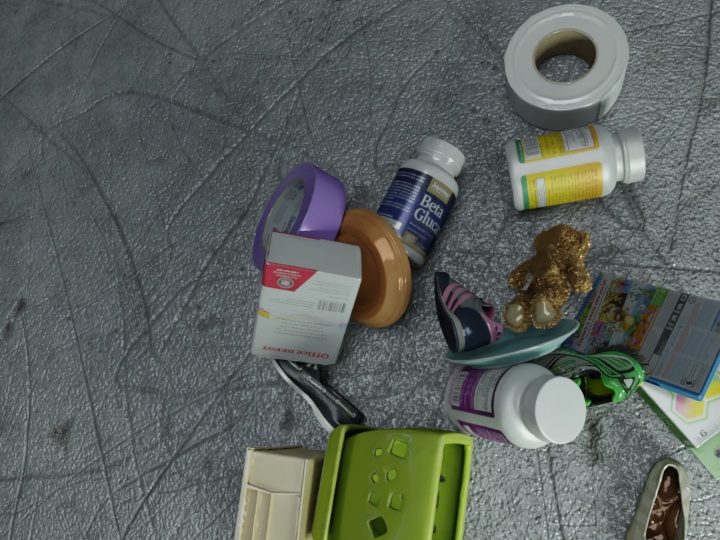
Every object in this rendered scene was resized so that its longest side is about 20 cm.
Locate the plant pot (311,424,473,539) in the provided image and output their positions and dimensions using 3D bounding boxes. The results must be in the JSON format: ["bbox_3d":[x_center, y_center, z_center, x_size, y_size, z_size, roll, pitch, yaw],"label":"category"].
[{"bbox_3d":[0.047,0.322,0.859,0.180,0.200,0.201,3,75,25],"label":"plant pot"}]

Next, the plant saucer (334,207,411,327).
[{"bbox_3d":[0.000,0.000,0.976,0.199,0.037,0.202,22,120,44],"label":"plant saucer"}]

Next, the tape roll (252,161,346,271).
[{"bbox_3d":[-0.108,-0.082,1.024,0.200,0.065,0.202,-39,37,39],"label":"tape roll"}]

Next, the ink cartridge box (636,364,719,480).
[{"bbox_3d":[0.471,0.180,0.837,0.104,0.059,0.201,-38,68,4],"label":"ink cartridge box"}]

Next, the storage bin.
[{"bbox_3d":[-0.100,0.370,0.885,0.093,0.200,0.201,2,76,15],"label":"storage bin"}]

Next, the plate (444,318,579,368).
[{"bbox_3d":[0.220,0.110,0.867,0.198,0.200,0.026,-16,90,12],"label":"plate"}]

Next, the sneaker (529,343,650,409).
[{"bbox_3d":[0.298,0.154,0.843,0.085,0.199,0.079,-27,89,-36],"label":"sneaker"}]

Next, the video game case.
[{"bbox_3d":[0.407,0.086,0.848,0.199,0.018,0.144,19,68,45],"label":"video game case"}]

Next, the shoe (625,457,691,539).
[{"bbox_3d":[0.405,0.356,0.812,0.069,0.053,0.202,12,79,20],"label":"shoe"}]

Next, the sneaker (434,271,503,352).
[{"bbox_3d":[0.162,0.060,0.923,0.081,0.071,0.201,-7,28,-1],"label":"sneaker"}]

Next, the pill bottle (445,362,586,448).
[{"bbox_3d":[0.212,0.185,0.831,0.111,0.200,0.114,3,83,-23],"label":"pill bottle"}]

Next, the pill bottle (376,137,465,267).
[{"bbox_3d":[0.098,-0.117,1.006,0.110,0.111,0.202,24,83,21],"label":"pill bottle"}]

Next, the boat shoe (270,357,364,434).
[{"bbox_3d":[-0.075,0.191,0.998,0.060,0.076,0.200,-44,79,2],"label":"boat shoe"}]

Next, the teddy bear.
[{"bbox_3d":[0.288,0.019,0.909,0.145,0.067,0.201,-34,21,38],"label":"teddy bear"}]

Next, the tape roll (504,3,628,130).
[{"bbox_3d":[0.348,-0.345,1.016,0.200,0.071,0.205,-5,73,15],"label":"tape roll"}]

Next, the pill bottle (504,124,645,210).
[{"bbox_3d":[0.337,-0.167,0.947,0.198,0.113,0.114,-9,72,15],"label":"pill bottle"}]

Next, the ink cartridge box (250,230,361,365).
[{"bbox_3d":[-0.090,0.048,0.945,0.146,0.201,0.086,10,41,-11],"label":"ink cartridge box"}]
